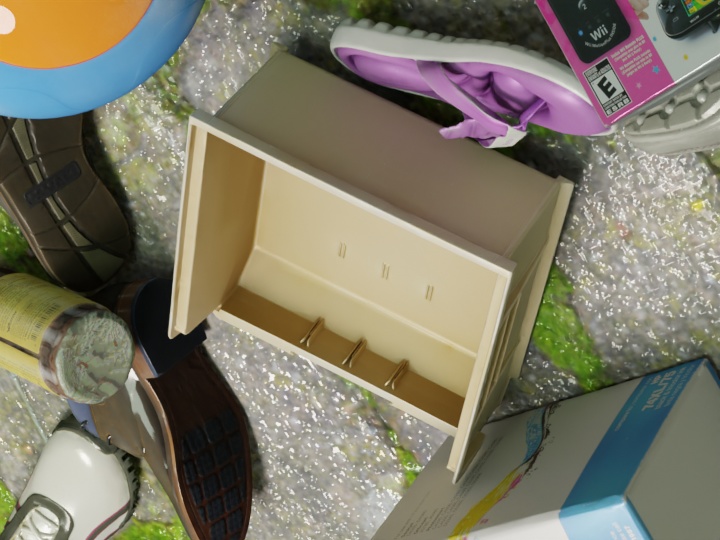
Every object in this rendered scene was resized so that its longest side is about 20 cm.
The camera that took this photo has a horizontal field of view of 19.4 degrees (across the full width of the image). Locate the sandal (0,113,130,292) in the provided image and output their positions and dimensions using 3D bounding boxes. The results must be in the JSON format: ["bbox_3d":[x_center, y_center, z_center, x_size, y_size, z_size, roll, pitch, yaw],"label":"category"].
[{"bbox_3d":[-0.204,-0.078,1.336,0.055,0.082,0.201,36,154,53],"label":"sandal"}]

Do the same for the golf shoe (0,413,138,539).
[{"bbox_3d":[-0.218,0.188,1.498,0.077,0.088,0.200,33,129,10],"label":"golf shoe"}]

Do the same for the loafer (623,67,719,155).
[{"bbox_3d":[0.217,-0.094,1.066,0.070,0.070,0.200,30,152,-30],"label":"loafer"}]

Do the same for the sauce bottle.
[{"bbox_3d":[-0.223,0.033,1.380,0.200,0.065,0.065,21,133,49],"label":"sauce bottle"}]

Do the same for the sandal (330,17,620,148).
[{"bbox_3d":[0.058,-0.090,1.135,0.202,0.050,0.082,19,170,48],"label":"sandal"}]

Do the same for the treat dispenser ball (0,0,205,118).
[{"bbox_3d":[-0.178,-0.184,1.154,0.200,0.201,0.202,15,126,22],"label":"treat dispenser ball"}]

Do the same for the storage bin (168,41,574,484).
[{"bbox_3d":[0.000,0.000,1.227,0.199,0.094,0.199,26,137,14],"label":"storage bin"}]

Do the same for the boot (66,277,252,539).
[{"bbox_3d":[-0.138,0.099,1.410,0.097,0.075,0.201,-1,110,43],"label":"boot"}]

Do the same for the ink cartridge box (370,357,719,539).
[{"bbox_3d":[0.132,0.170,1.237,0.199,0.146,0.147,-20,109,38],"label":"ink cartridge box"}]

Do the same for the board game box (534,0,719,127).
[{"bbox_3d":[0.135,-0.193,1.021,0.147,0.064,0.201,-32,84,40],"label":"board game box"}]
